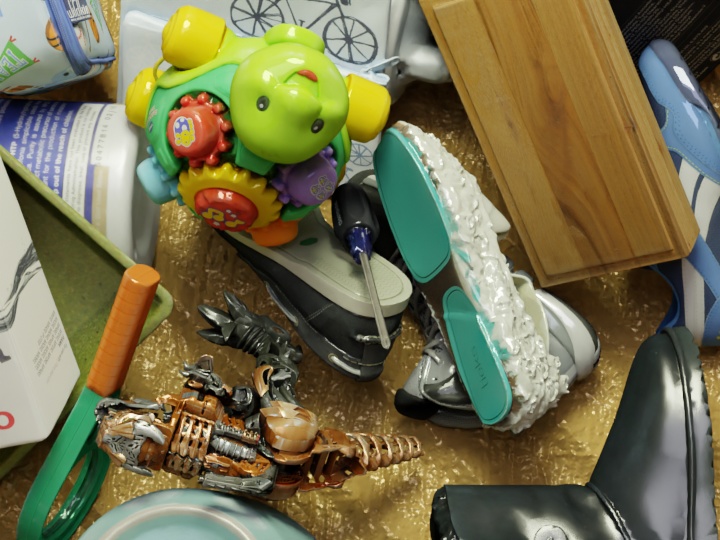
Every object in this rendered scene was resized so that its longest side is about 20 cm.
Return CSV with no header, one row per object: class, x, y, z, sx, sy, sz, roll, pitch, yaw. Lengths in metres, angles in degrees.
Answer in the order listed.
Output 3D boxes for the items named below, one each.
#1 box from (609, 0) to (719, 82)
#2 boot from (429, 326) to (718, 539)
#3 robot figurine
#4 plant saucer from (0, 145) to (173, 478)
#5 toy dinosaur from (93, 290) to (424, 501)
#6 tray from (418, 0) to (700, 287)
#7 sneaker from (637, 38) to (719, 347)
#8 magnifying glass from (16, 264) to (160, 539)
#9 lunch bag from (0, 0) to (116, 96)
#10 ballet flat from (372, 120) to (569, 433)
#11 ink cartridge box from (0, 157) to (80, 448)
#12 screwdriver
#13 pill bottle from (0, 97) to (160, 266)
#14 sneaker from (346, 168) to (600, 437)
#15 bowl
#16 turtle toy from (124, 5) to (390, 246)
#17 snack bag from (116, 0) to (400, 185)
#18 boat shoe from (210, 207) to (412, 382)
box,0.130,-0.219,1.468,0.196,0.124,0.200,-3,57,-42
boot,0.125,0.130,1.376,0.168,0.076,0.200,-1,72,-1
robot figurine,-0.026,-0.175,1.512,0.200,0.113,0.170,16,95,10
plant saucer,-0.244,0.009,1.398,0.200,0.048,0.200,42,112,-12
toy dinosaur,-0.064,0.100,1.373,0.102,0.200,0.136,-51,32,14
tray,0.118,-0.090,1.360,0.099,0.200,0.037,-13,25,29
sneaker,0.198,-0.043,1.425,0.082,0.074,0.200,-15,96,12
magnifying glass,-0.160,0.086,1.367,0.022,0.200,0.080,30,26,12
lunch bag,-0.213,-0.193,1.448,0.075,0.200,0.160,-17,94,0
ballet flat,0.069,0.002,1.387,0.072,0.072,0.200,-20,80,-6
ink cartridge box,-0.266,0.009,1.327,0.145,0.200,0.084,-12,24,12
screwdriver,0.000,0.000,1.359,0.029,0.028,0.200,-27,27,12
pill bottle,-0.234,-0.051,1.462,0.200,0.120,0.120,3,65,4
sneaker,0.042,0.029,1.435,0.200,0.075,0.116,37,74,18
bowl,-0.103,0.207,1.341,0.201,0.105,0.201,-2,64,4
turtle toy,-0.062,-0.083,1.354,0.146,0.200,0.101,21,60,-12
snack bag,-0.068,-0.143,1.464,0.188,0.200,0.021,15,39,11
boat shoe,-0.045,-0.002,1.446,0.072,0.068,0.200,-15,38,-33
